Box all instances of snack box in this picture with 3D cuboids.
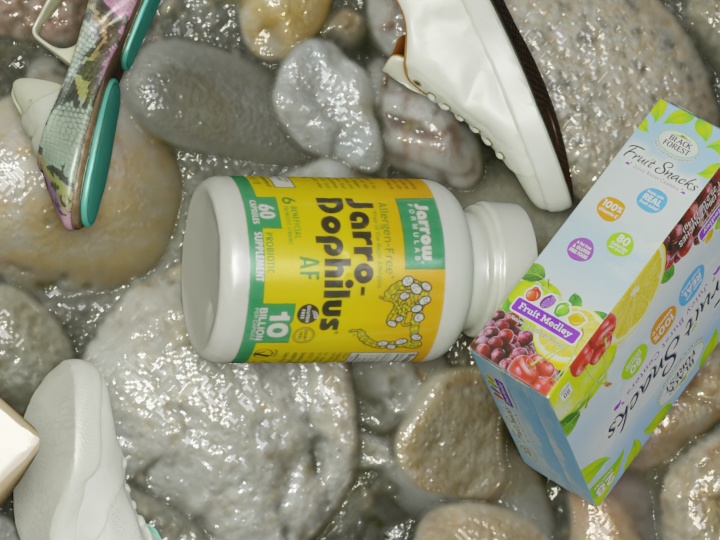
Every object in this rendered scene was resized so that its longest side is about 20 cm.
[{"bbox_3d":[0.164,0.022,1.528,0.068,0.169,0.200,32,74,28],"label":"snack box"}]

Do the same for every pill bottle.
[{"bbox_3d":[0.000,0.000,1.505,0.200,0.113,0.113,1,86,-17],"label":"pill bottle"}]

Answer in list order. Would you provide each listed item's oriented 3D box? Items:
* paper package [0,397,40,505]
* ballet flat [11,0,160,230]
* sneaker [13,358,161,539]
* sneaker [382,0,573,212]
[{"bbox_3d":[-0.309,0.113,1.394,0.191,0.103,0.200,43,77,-1],"label":"paper package"},{"bbox_3d":[-0.166,-0.123,1.493,0.071,0.069,0.200,16,77,3],"label":"ballet flat"},{"bbox_3d":[-0.153,0.153,1.477,0.088,0.075,0.200,2,87,-34],"label":"sneaker"},{"bbox_3d":[0.067,-0.119,1.569,0.085,0.073,0.200,-24,101,13],"label":"sneaker"}]
